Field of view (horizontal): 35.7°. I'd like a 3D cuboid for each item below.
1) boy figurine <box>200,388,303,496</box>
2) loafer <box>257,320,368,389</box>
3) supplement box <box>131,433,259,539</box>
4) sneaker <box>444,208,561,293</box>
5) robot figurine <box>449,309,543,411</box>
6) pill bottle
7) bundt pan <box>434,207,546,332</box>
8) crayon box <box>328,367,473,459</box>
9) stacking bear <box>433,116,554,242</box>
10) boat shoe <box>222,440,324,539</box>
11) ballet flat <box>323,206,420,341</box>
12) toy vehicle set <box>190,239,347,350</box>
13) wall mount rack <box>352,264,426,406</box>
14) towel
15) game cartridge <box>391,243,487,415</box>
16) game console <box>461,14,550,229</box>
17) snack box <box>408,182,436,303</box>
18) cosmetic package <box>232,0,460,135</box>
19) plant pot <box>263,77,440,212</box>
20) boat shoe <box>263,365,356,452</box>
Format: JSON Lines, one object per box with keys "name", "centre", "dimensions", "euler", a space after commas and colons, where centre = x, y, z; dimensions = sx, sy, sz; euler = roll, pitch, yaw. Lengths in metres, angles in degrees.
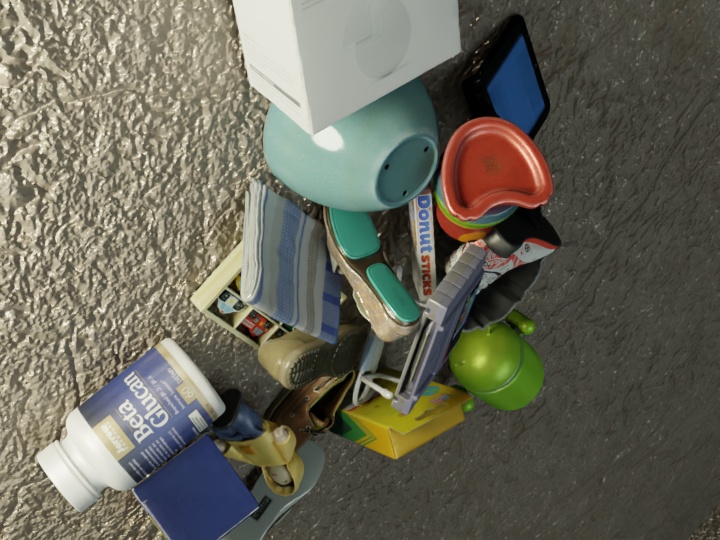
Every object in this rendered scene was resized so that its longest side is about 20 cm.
{"name": "boy figurine", "centre": [-0.140, 0.228, 1.455], "dimensions": [0.124, 0.065, 0.200], "euler": [-11, 139, 25]}
{"name": "loafer", "centre": [-0.057, 0.095, 1.408], "dimensions": [0.200, 0.067, 0.076], "euler": [-7, 122, -62]}
{"name": "supplement box", "centre": [-0.202, 0.283, 1.363], "dimensions": [0.109, 0.109, 0.200], "euler": [-36, 174, -15]}
{"name": "sneaker", "centre": [0.184, -0.024, 1.472], "dimensions": [0.108, 0.067, 0.201], "euler": [-42, 164, 27]}
{"name": "robot figurine", "centre": [0.212, 0.147, 1.730], "dimensions": [0.176, 0.116, 0.200], "euler": [-51, 144, 2]}
{"name": "pill bottle", "centre": [-0.263, 0.179, 1.275], "dimensions": [0.200, 0.111, 0.111], "euler": [-39, 143, -13]}
{"name": "bundt pan", "centre": [0.167, -0.018, 1.561], "dimensions": [0.201, 0.076, 0.202], "euler": [-25, 135, -28]}
{"name": "crayon box", "centre": [0.052, 0.197, 1.542], "dimensions": [0.127, 0.200, 0.051], "euler": [-24, 109, -29]}
{"name": "stacking bear", "centre": [0.134, -0.092, 1.299], "dimensions": [0.121, 0.114, 0.200], "euler": [-12, 168, -8]}
{"name": "boat shoe", "centre": [-0.130, 0.323, 1.592], "dimensions": [0.200, 0.071, 0.064], "euler": [-47, 177, -16]}
{"name": "ballet flat", "centre": [0.000, 0.000, 1.334], "dimensions": [0.068, 0.200, 0.067], "euler": [-11, 153, -34]}
{"name": "toy vehicle set", "centre": [-0.108, 0.034, 1.374], "dimensions": [0.124, 0.027, 0.200], "euler": [-48, 144, 0]}
{"name": "wall mount rack", "centre": [0.044, 0.095, 1.478], "dimensions": [0.174, 0.074, 0.201], "euler": [9, 98, -75]}
{"name": "towel", "centre": [-0.075, -0.006, 1.301], "dimensions": [0.200, 0.024, 0.148], "euler": [33, 54, -55]}
{"name": "game cartridge", "centre": [0.099, 0.074, 1.377], "dimensions": [0.130, 0.038, 0.200], "euler": [-44, 158, -42]}
{"name": "game console", "centre": [0.212, -0.184, 1.409], "dimensions": [0.116, 0.176, 0.200], "euler": [-30, 143, 3]}
{"name": "snack box", "centre": [0.075, -0.064, 1.395], "dimensions": [0.024, 0.072, 0.201], "euler": [-6, 117, -3]}
{"name": "cosmetic package", "centre": [-0.016, -0.280, 1.101], "dimensions": [0.199, 0.123, 0.200], "euler": [-32, 142, -21]}
{"name": "plant pot", "centre": [0.011, -0.143, 1.244], "dimensions": [0.200, 0.135, 0.201], "euler": [-27, 139, -26]}
{"name": "boat shoe", "centre": [-0.074, 0.194, 1.519], "dimensions": [0.072, 0.068, 0.200], "euler": [6, 118, -48]}
